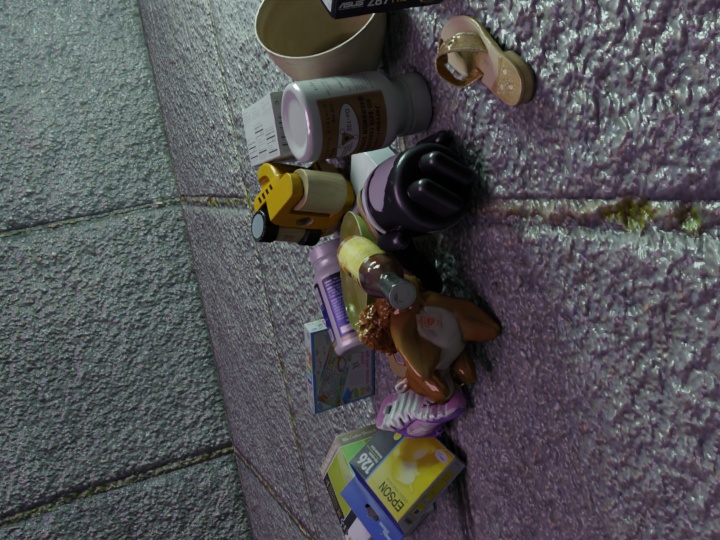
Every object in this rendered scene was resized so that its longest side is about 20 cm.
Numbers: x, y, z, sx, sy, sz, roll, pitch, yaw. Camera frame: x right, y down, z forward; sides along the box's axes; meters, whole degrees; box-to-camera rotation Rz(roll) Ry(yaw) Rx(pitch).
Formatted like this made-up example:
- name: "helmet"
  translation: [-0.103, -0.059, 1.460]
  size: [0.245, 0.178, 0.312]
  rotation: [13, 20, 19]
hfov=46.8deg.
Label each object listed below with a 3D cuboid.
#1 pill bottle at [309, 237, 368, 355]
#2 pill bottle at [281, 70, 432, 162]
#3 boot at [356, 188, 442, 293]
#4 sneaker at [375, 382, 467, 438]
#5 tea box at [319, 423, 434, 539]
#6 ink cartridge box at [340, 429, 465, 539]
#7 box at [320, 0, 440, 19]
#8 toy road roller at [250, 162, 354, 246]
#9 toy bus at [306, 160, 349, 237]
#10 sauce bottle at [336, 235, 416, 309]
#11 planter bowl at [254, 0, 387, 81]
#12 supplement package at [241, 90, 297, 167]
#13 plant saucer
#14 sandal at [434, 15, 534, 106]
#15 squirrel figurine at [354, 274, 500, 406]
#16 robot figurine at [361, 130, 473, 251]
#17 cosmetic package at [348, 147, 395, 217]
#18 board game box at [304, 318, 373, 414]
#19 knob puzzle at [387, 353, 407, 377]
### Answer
- name: "pill bottle"
  translation: [-0.021, 0.047, 1.539]
  size: [0.116, 0.116, 0.200]
  rotation: [132, 122, -65]
- name: "pill bottle"
  translation: [-0.004, -0.228, 1.205]
  size: [0.114, 0.200, 0.115]
  rotation: [166, 90, -69]
- name: "boot"
  translation: [0.043, -0.034, 1.294]
  size: [0.075, 0.074, 0.200]
  rotation: [-29, 93, 47]
- name: "sneaker"
  translation: [0.116, 0.237, 1.381]
  size: [0.200, 0.088, 0.081]
  rotation: [-28, 32, 50]
- name: "tea box"
  translation: [0.026, 0.426, 1.634]
  size: [0.197, 0.133, 0.200]
  rotation: [65, 156, 24]
- name: "ink cartridge box"
  translation: [0.059, 0.356, 1.445]
  size: [0.047, 0.200, 0.198]
  rotation: [47, 174, -32]
- name: "box"
  translation: [-0.001, -0.422, 1.131]
  size: [0.049, 0.161, 0.200]
  rotation: [102, 148, -48]
- name: "toy road roller"
  translation: [-0.115, -0.139, 1.464]
  size: [0.200, 0.123, 0.146]
  rotation: [-39, 56, 48]
- name: "toy bus"
  translation: [-0.070, -0.136, 1.597]
  size: [0.065, 0.078, 0.200]
  rotation: [66, 157, 21]
- name: "sauce bottle"
  translation: [0.022, 0.003, 1.193]
  size: [0.200, 0.066, 0.066]
  rotation: [-136, 37, -65]
- name: "planter bowl"
  translation: [-0.045, -0.357, 1.282]
  size: [0.200, 0.200, 0.135]
  rotation: [61, -179, 34]
- name: "supplement package"
  translation: [-0.110, -0.261, 1.510]
  size: [0.200, 0.155, 0.111]
  rotation: [-176, 75, -68]
- name: "plant saucer"
  translation: [0.000, 0.000, 1.394]
  size: [0.200, 0.031, 0.200]
  rotation: [176, 90, -76]
- name: "sandal"
  translation: [0.128, -0.261, 1.034]
  size: [0.212, 0.070, 0.078]
  rotation: [-129, 32, -47]
- name: "squirrel figurine"
  translation: [0.090, 0.110, 1.254]
  size: [0.200, 0.141, 0.187]
  rotation: [44, 159, 24]
- name: "robot figurine"
  translation: [0.078, -0.111, 1.176]
  size: [0.125, 0.150, 0.200]
  rotation: [64, 159, -6]
- name: "cosmetic package"
  translation: [0.032, -0.105, 1.398]
  size: [0.151, 0.052, 0.200]
  rotation: [52, 148, 43]
- name: "board game box"
  translation: [-0.040, 0.179, 1.643]
  size: [0.034, 0.134, 0.200]
  rotation: [-133, 36, -51]
- name: "knob puzzle"
  translation: [0.097, 0.107, 1.391]
  size: [0.220, 0.030, 0.220]
  rotation: [39, 144, 37]
